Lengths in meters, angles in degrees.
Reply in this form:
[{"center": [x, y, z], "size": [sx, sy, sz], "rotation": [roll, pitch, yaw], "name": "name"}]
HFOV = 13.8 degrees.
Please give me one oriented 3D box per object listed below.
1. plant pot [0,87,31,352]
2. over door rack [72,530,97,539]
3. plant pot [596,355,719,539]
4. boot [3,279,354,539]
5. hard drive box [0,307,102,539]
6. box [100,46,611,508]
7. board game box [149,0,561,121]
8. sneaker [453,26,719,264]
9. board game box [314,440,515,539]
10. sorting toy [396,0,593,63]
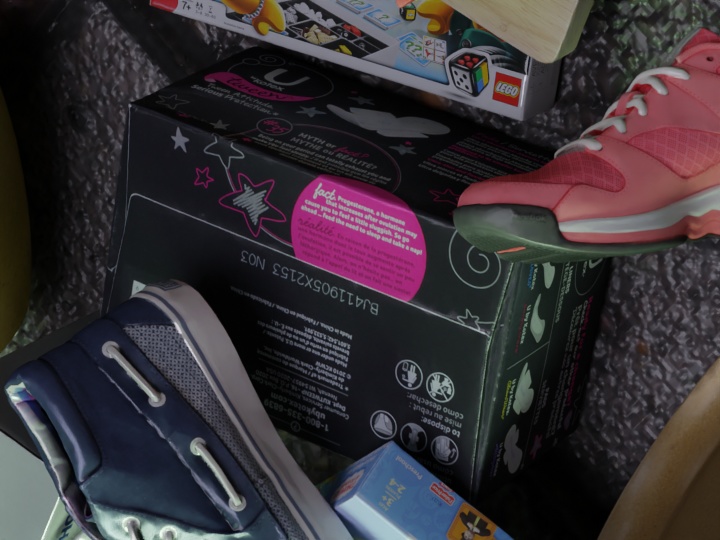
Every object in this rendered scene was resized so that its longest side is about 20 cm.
[{"center": [-0.238, -0.017, 1.440], "size": [0.200, 0.200, 0.142], "rotation": [-9, 128, 33], "name": "plant pot"}, {"center": [-0.089, 0.223, 1.238], "size": [0.148, 0.200, 0.067], "rotation": [32, 134, -19], "name": "over door rack"}, {"center": [0.159, 0.074, 1.211], "size": [0.027, 0.200, 0.200], "rotation": [37, 123, -6], "name": "plant pot"}, {"center": [-0.068, 0.109, 1.257], "size": [0.200, 0.090, 0.073], "rotation": [58, 153, 3], "name": "boot"}, {"center": [-0.132, 0.104, 1.388], "size": [0.077, 0.200, 0.156], "rotation": [34, 121, 18], "name": "hard drive box"}, {"center": [0.000, 0.000, 1.326], "size": [0.200, 0.115, 0.133], "rotation": [21, 117, 24], "name": "box"}, {"center": [0.002, -0.155, 1.322], "size": [0.200, 0.035, 0.127], "rotation": [19, 114, 26], "name": "board game box"}, {"center": [0.124, -0.053, 1.208], "size": [0.074, 0.200, 0.087], "rotation": [172, 89, -67], "name": "sneaker"}, {"center": [0.054, 0.164, 1.317], "size": [0.200, 0.037, 0.151], "rotation": [40, 154, -7], "name": "board game box"}, {"center": [0.020, -0.206, 1.214], "size": [0.200, 0.070, 0.199], "rotation": [34, 128, 19], "name": "sorting toy"}]
